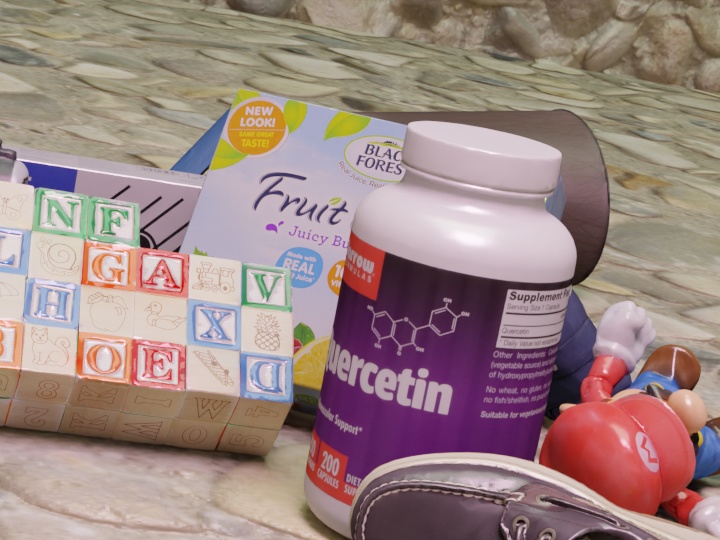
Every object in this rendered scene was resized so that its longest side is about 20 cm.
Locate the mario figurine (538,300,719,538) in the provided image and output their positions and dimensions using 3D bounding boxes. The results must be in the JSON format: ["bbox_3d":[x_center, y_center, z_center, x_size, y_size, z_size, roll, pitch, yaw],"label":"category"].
[{"bbox_3d":[0.172,0.084,1.175,0.123,0.107,0.200,17,12,19],"label":"mario figurine"}]

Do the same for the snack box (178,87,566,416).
[{"bbox_3d":[0.000,0.000,1.244,0.199,0.169,0.068,15,-18,14],"label":"snack box"}]

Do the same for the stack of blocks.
[{"bbox_3d":[-0.138,0.024,1.143,0.199,0.059,0.116,8,54,-14],"label":"stack of blocks"}]

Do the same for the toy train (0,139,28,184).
[{"bbox_3d":[-0.295,-0.038,1.292,0.199,0.115,0.085,11,12,-7],"label":"toy train"}]

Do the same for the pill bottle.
[{"bbox_3d":[0.041,0.033,1.063,0.112,0.201,0.112,10,12,-2],"label":"pill bottle"}]

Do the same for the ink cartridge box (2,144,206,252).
[{"bbox_3d":[-0.178,-0.023,1.383,0.199,0.095,0.044,9,12,-11],"label":"ink cartridge box"}]

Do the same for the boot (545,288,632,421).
[{"bbox_3d":[0.089,0.055,1.353,0.073,0.090,0.200,-41,10,-18],"label":"boot"}]

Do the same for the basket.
[{"bbox_3d":[0.069,-0.063,1.698,0.199,0.137,0.180,3,19,-18],"label":"basket"}]

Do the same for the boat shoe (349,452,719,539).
[{"bbox_3d":[0.090,0.133,0.965,0.199,0.072,0.065,18,8,5],"label":"boat shoe"}]

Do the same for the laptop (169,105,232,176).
[{"bbox_3d":[-0.194,-0.065,1.510,0.199,0.117,0.187,10,12,-4],"label":"laptop"}]
